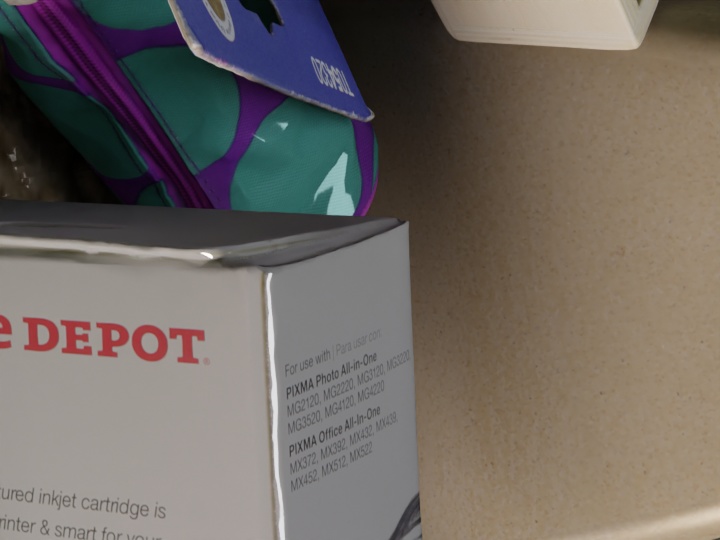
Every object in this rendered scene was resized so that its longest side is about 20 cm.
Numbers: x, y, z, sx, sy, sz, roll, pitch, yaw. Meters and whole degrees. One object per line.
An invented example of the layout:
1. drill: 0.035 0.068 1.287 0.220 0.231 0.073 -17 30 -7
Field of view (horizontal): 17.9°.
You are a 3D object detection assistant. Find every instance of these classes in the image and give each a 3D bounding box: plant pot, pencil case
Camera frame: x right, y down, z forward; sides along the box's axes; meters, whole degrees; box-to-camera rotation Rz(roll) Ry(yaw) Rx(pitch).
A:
1. plant pot: 0.118 -0.010 0.745 0.199 0.177 0.201 -12 98 -41
2. pencil case: -0.068 -0.072 0.637 0.200 0.085 0.093 52 32 -49

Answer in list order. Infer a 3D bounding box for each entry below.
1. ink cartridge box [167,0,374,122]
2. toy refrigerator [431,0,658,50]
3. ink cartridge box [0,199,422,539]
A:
1. ink cartridge box: -0.041 -0.143 0.587 0.201 0.043 0.196 65 10 5
2. toy refrigerator: 0.078 -0.168 0.680 0.201 0.070 0.076 -66 146 -26
3. ink cartridge box: -0.061 0.083 0.602 0.083 0.145 0.201 -18 108 -58
